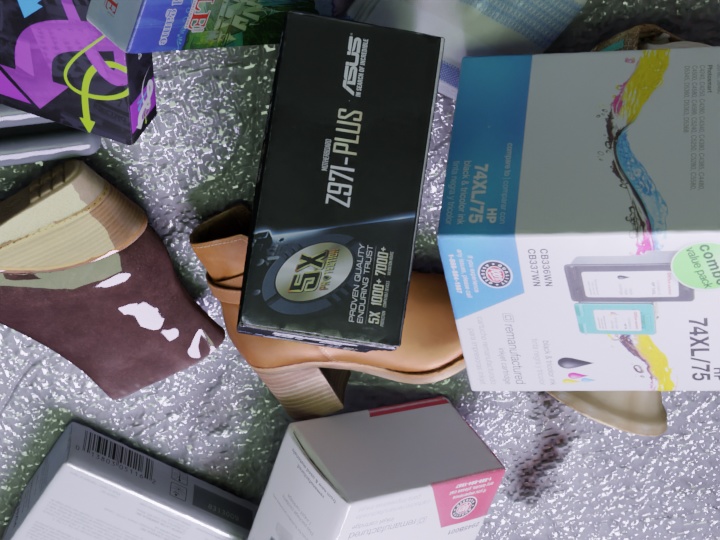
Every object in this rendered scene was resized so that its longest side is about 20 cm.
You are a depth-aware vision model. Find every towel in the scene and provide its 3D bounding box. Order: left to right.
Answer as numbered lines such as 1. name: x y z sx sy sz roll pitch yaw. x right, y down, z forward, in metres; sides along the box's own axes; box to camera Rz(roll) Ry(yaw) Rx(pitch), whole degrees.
1. towel: 0.092 -0.182 0.966 0.146 0.024 0.200 19 121 -44

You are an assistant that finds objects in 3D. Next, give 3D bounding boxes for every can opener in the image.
1. can opener: -0.259 -0.091 1.011 0.198 0.067 0.053 -6 127 -11

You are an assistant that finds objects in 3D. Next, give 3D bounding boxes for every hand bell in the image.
1. hand bell: 0.197 -0.004 1.095 0.103 0.104 0.201 19 107 -16

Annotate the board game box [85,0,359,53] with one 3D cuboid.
1. board game box: -0.033 -0.215 0.886 0.199 0.041 0.201 -14 136 -47

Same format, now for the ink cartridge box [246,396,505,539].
1. ink cartridge box: -0.003 0.198 1.162 0.145 0.085 0.201 -7 131 -38

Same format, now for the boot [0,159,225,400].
1. boot: -0.208 0.032 1.080 0.199 0.073 0.167 -25 123 14

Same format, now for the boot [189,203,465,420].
1. boot: 0.000 0.000 1.085 0.199 0.077 0.156 -20 118 17

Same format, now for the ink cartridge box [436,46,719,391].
1. ink cartridge box: 0.159 -0.029 0.971 0.198 0.147 0.147 -1 139 14

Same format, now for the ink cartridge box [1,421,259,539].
1. ink cartridge box: -0.188 0.218 1.221 0.159 0.047 0.200 27 122 -20

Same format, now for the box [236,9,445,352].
1. box: -0.016 -0.041 0.934 0.085 0.200 0.165 9 87 -4

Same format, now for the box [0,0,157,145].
1. box: -0.187 -0.168 0.915 0.142 0.036 0.201 18 139 13

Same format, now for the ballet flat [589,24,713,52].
1. ballet flat: 0.234 -0.101 1.026 0.199 0.071 0.065 13 156 -14
